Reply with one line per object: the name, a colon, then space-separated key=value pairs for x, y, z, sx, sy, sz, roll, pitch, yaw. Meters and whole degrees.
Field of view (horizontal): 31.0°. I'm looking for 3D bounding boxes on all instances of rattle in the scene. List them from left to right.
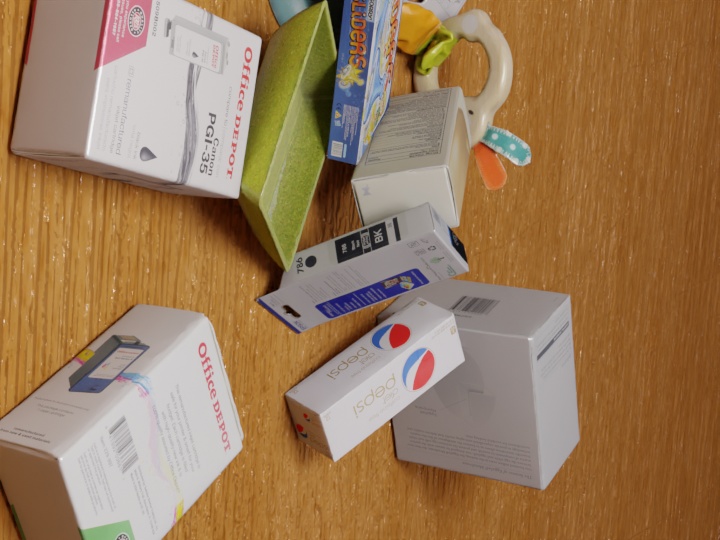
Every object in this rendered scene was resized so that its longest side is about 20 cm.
rattle: x=0.107 y=-0.195 z=1.442 sx=0.143 sy=0.129 sz=0.202 roll=17 pitch=62 yaw=-71

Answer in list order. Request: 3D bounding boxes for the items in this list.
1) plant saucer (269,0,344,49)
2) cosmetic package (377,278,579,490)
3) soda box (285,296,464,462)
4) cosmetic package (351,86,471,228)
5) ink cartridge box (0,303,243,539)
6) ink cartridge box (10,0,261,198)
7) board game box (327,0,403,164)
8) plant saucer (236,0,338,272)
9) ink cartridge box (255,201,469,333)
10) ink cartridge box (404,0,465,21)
plant saucer: x=-0.027 y=-0.318 z=1.300 sx=0.200 sy=0.027 sz=0.202 roll=-23 pitch=119 yaw=-52
cosmetic package: x=0.143 y=0.129 z=1.534 sx=0.123 sy=0.198 sz=0.202 roll=-38 pitch=128 yaw=-50
soda box: x=0.018 y=0.114 z=1.389 sx=0.199 sy=0.063 sz=0.069 roll=-35 pitch=128 yaw=-28
cosmetic package: x=0.058 y=-0.116 z=1.365 sx=0.200 sy=0.104 sz=0.072 roll=-73 pitch=152 yaw=-57
ink cartridge box: x=-0.194 y=0.142 z=1.067 sx=0.200 sy=0.087 sz=0.146 roll=-45 pitch=134 yaw=-44
ink cartridge box: x=-0.173 y=-0.146 z=1.042 sx=0.200 sy=0.082 sz=0.148 roll=11 pitch=86 yaw=-60
board game box: x=0.009 y=-0.226 z=1.295 sx=0.136 sy=0.034 sz=0.201 roll=-65 pitch=166 yaw=-53
plant saucer: x=-0.072 y=-0.124 z=1.209 sx=0.200 sy=0.047 sz=0.201 roll=76 pitch=29 yaw=-72
ink cartridge box: x=0.000 y=0.000 z=1.298 sx=0.099 sy=0.199 sz=0.039 roll=44 pitch=29 yaw=-56
ink cartridge box: x=0.084 y=-0.378 z=1.476 sx=0.177 sy=0.045 sz=0.200 roll=-53 pitch=146 yaw=0
